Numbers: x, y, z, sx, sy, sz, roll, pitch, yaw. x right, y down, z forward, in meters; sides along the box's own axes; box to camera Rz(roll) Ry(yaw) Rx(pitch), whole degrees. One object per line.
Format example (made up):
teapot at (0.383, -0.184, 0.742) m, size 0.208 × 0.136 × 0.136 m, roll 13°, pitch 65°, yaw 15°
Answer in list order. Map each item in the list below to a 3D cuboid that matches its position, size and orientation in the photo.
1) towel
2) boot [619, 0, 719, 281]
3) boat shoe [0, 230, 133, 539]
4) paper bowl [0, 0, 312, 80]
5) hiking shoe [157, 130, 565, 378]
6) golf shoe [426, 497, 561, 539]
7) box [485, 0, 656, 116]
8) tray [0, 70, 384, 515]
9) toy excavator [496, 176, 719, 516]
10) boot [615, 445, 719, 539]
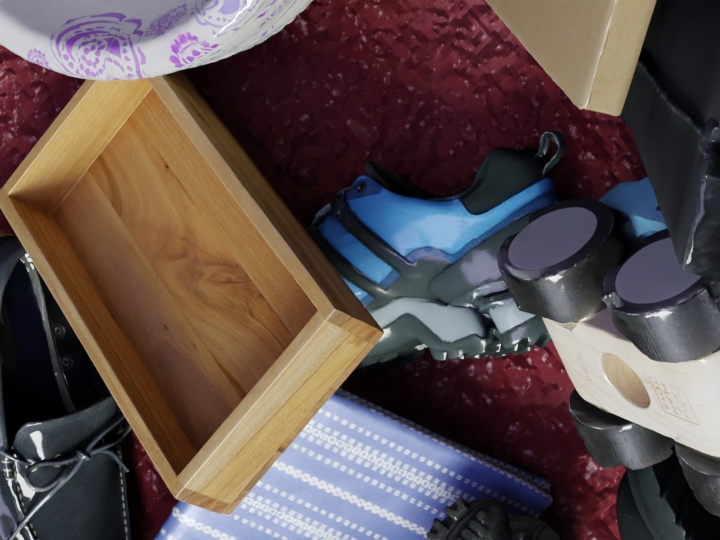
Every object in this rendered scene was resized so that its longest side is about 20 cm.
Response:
towel at (-0.025, 0.139, 0.815) m, size 0.144 × 0.024 × 0.201 m, roll 25°, pitch 115°, yaw -18°
boot at (0.123, -0.100, 0.622) m, size 0.065 × 0.200 × 0.166 m, roll 3°, pitch 110°, yaw 1°
boat shoe at (-0.142, 0.077, 0.862) m, size 0.062 × 0.074 × 0.202 m, roll -8°, pitch 99°, yaw 47°
paper bowl at (-0.086, -0.183, 0.764) m, size 0.199 × 0.104 × 0.203 m, roll 6°, pitch 103°, yaw 25°
hiking shoe at (0.000, 0.000, 0.792) m, size 0.198 × 0.074 × 0.088 m, roll -9°, pitch 83°, yaw 22°
golf shoe at (0.026, 0.193, 0.767) m, size 0.078 × 0.094 × 0.200 m, roll 37°, pitch 86°, yaw 35°
box at (0.092, -0.173, 0.656) m, size 0.021 × 0.164 × 0.202 m, roll 11°, pitch 110°, yaw -13°
tray at (-0.077, -0.004, 0.777) m, size 0.099 × 0.037 × 0.200 m, roll -49°, pitch 49°, yaw 13°
toy excavator at (0.179, -0.009, 0.677) m, size 0.194 × 0.200 × 0.100 m, roll 21°, pitch 146°, yaw 56°
boot at (0.130, 0.186, 0.765) m, size 0.162 × 0.073 × 0.199 m, roll -43°, pitch 80°, yaw 33°
